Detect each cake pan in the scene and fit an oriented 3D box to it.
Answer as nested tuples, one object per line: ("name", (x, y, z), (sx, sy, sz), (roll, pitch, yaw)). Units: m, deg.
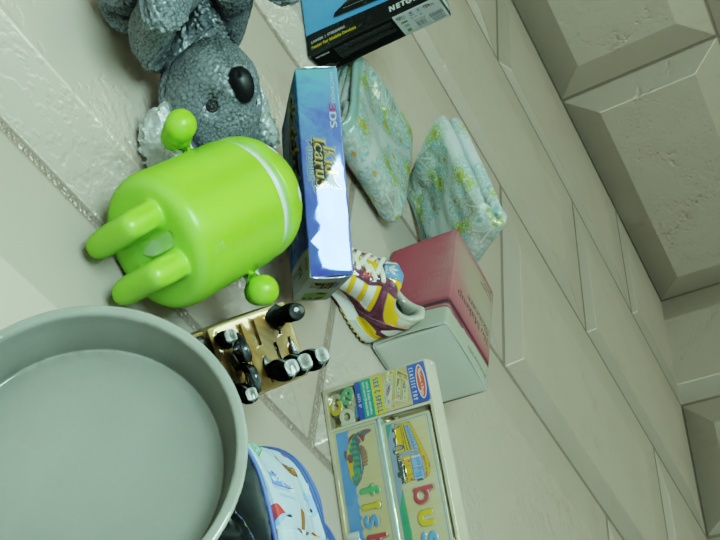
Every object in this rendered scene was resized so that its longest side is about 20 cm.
("cake pan", (-0.168, 0.115, 0.553), (0.037, 0.198, 0.202), (101, -10, -55))

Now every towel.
("towel", (0.019, -0.193, 1.289), (0.172, 0.048, 0.201), (53, 30, -32))
("towel", (0.131, -0.098, 1.320), (0.048, 0.172, 0.201), (-9, 61, -22))

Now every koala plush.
("koala plush", (-0.146, -0.195, 0.850), (0.177, 0.183, 0.202), (-27, 111, -39))

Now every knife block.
("knife block", (-0.080, 0.065, 0.755), (0.200, 0.174, 0.065), (-21, 92, -66))

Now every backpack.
("backpack", (-0.095, 0.210, 0.618), (0.154, 0.199, 0.192), (37, 33, -60))

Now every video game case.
("video game case", (-0.049, -0.079, 0.926), (0.181, 0.045, 0.202), (139, -53, -76))

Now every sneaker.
("sneaker", (0.000, 0.000, 1.070), (0.200, 0.089, 0.075), (50, 31, -36))

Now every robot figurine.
("robot figurine", (-0.130, -0.044, 0.771), (0.200, 0.115, 0.177), (-33, 96, -47))

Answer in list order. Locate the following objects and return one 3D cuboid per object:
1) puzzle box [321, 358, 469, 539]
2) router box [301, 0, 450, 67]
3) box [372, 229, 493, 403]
("puzzle box", (0.034, 0.205, 0.940), (0.025, 0.132, 0.202), (25, 49, -57))
("router box", (0.015, -0.380, 1.254), (0.051, 0.198, 0.151), (34, 42, -55))
("box", (0.102, 0.063, 1.215), (0.128, 0.108, 0.201), (56, 27, -29))
